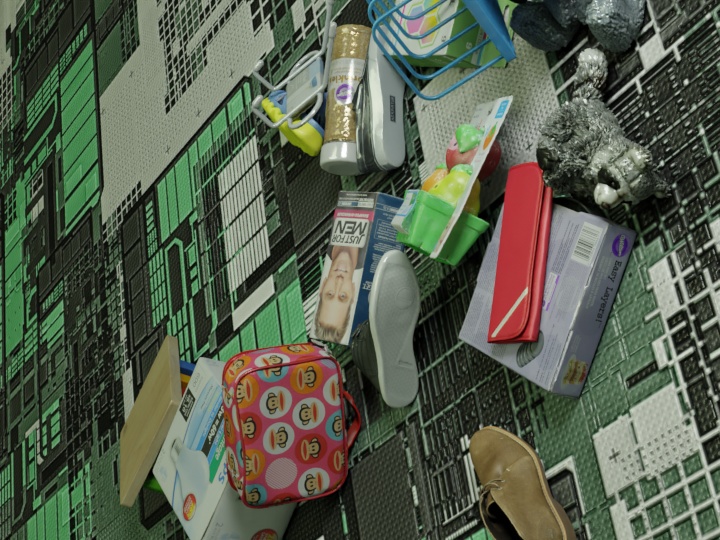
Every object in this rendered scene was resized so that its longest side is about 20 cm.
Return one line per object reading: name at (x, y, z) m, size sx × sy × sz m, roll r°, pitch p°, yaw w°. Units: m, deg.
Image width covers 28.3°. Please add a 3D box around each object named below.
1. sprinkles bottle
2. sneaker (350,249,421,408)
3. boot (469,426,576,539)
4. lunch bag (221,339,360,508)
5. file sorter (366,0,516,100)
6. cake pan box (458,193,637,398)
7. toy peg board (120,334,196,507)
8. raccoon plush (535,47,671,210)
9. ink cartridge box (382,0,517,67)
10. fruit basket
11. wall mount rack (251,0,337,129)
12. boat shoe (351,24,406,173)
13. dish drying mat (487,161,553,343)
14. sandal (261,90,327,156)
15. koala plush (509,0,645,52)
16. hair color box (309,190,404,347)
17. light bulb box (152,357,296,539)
sprinkles bottle at (-0.015, -0.235, 1.972) m, size 0.068 × 0.068 × 0.202 m, roll -16°, pitch 65°, yaw 53°
sneaker at (0.024, 0.061, 1.761) m, size 0.099 × 0.070 × 0.202 m, roll 33°, pitch 131°, yaw 56°
boot at (0.156, 0.235, 1.537) m, size 0.074 × 0.075 × 0.200 m, roll -62°, pitch 34°, yaw 23°
lunch bag at (-0.084, 0.195, 1.824) m, size 0.082 × 0.175 × 0.202 m, roll -145°, pitch 50°, yaw -63°
file sorter at (0.080, -0.314, 1.653) m, size 0.122 × 0.139 × 0.201 m, roll -31°, pitch 36°, yaw 17°
cake pan box at (0.201, 0.016, 1.571) m, size 0.184 × 0.052 × 0.202 m, roll 26°, pitch 101°, yaw 55°
toy peg board at (-0.291, 0.243, 2.216) m, size 0.201 × 0.097 × 0.200 m, roll -62°, pitch 20°, yaw 20°
raccoon plush at (0.266, -0.154, 1.500) m, size 0.133 × 0.096 × 0.202 m, roll -1°, pitch 74°, yaw 41°
ink cartridge box at (0.114, -0.315, 1.814) m, size 0.199 × 0.059 × 0.105 m, roll 15°, pitch 90°, yaw 57°
fruit basket at (0.110, -0.111, 1.676) m, size 0.185 × 0.093 × 0.202 m, roll -150°, pitch 80°, yaw -82°
wall mount rack at (-0.077, -0.291, 1.997) m, size 0.173 × 0.074 × 0.201 m, roll -38°, pitch 28°, yaw 20°
boat shoe at (0.019, -0.227, 1.909) m, size 0.067 × 0.072 × 0.202 m, roll -10°, pitch 76°, yaw 35°
dish drying mat at (0.175, -0.021, 1.563) m, size 0.077 × 0.018 × 0.202 m, roll -9°, pitch 70°, yaw 56°
sandal at (-0.079, -0.227, 2.076) m, size 0.087 × 0.080 × 0.200 m, roll -43°, pitch 31°, yaw -4°
koala plush at (0.200, -0.354, 1.569) m, size 0.177 × 0.199 × 0.185 m, roll 12°, pitch 88°, yaw 57°
hair color box at (0.000, 0.000, 1.871) m, size 0.100 × 0.060 × 0.202 m, roll 6°, pitch 84°, yaw 57°
light bulb box at (-0.173, 0.260, 1.980) m, size 0.200 × 0.124 × 0.200 m, roll 44°, pitch 115°, yaw 54°
